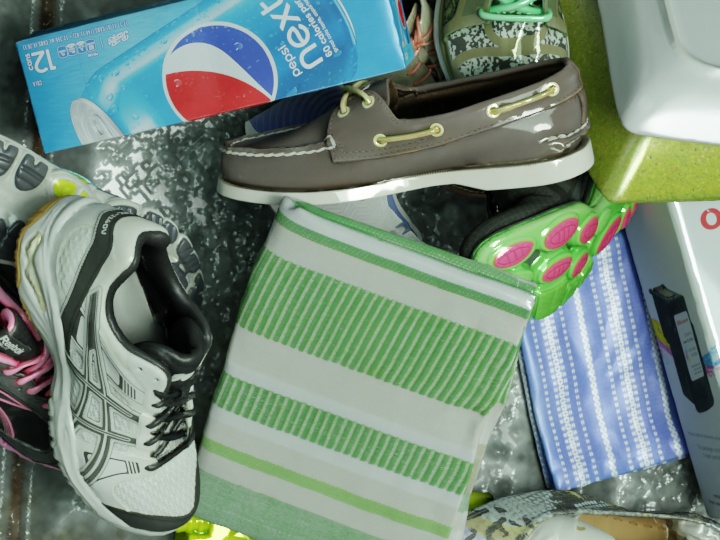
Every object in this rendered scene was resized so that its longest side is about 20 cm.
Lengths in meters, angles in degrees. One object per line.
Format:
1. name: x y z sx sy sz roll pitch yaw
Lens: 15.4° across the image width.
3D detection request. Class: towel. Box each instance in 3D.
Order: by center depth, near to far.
1. towel: 0.000 0.070 1.405 0.152 0.023 0.200 20 119 5
2. towel: 0.189 0.041 1.576 0.200 0.024 0.145 -13 96 -18

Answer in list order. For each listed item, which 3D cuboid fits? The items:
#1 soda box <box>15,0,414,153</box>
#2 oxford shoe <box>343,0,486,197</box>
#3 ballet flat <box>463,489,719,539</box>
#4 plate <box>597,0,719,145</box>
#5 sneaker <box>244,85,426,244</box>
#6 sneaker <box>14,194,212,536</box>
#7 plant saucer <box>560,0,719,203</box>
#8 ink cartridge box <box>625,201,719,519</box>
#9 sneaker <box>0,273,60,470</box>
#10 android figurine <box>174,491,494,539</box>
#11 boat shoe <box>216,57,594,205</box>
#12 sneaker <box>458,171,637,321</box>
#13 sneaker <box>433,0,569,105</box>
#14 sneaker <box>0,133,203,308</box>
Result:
1. soda box: -0.076 -0.117 1.416 0.200 0.068 0.064 -13 99 7
2. oxford shoe: 0.022 -0.116 1.484 0.200 0.075 0.070 44 76 -16
3. ballet flat: 0.142 0.163 1.521 0.200 0.072 0.072 6 90 -31
4. plate: 0.229 -0.135 1.451 0.199 0.200 0.032 6 131 -9
5. sneaker: 0.000 0.001 1.483 0.080 0.115 0.200 -28 71 -17
6. sneaker: -0.115 0.058 1.372 0.076 0.088 0.200 -42 127 -38
7. plant saucer: 0.202 -0.122 1.489 0.200 0.200 0.048 -2 133 -19
8. ink cartridge box: 0.252 0.030 1.543 0.146 0.083 0.200 -17 94 -16
9. sneaker: -0.185 0.045 1.412 0.200 0.095 0.079 39 78 -18
10. android figurine: -0.021 0.166 1.502 0.200 0.041 0.182 6 91 -21
11. boat shoe: 0.020 -0.073 1.396 0.200 0.072 0.060 -5 111 8
12. sneaker: 0.095 -0.035 1.455 0.084 0.200 0.077 24 121 16
13. sneaker: 0.079 -0.167 1.419 0.077 0.089 0.200 -3 88 -5
14. sneaker: -0.162 -0.026 1.426 0.200 0.080 0.078 39 89 -35
